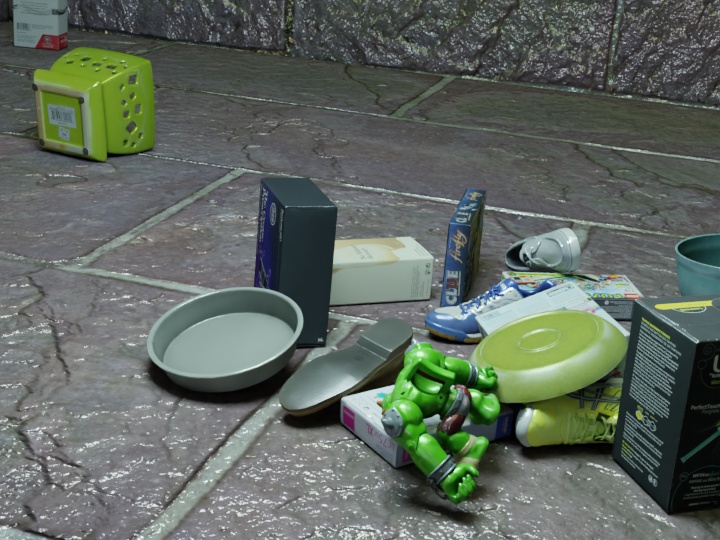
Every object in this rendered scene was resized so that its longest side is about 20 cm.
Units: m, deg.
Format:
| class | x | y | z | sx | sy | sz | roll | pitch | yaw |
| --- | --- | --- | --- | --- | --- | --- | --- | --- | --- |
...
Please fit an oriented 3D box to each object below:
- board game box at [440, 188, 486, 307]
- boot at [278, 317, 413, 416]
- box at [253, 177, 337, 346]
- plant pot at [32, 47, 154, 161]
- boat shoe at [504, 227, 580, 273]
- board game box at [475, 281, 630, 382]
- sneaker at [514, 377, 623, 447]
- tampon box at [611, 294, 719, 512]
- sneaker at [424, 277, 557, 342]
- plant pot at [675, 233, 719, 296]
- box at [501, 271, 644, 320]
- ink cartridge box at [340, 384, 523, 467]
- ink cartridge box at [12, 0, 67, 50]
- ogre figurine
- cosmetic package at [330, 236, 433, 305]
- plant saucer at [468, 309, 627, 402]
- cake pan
| class | x | y | z | sx | sy | sz | roll | pitch | yaw |
| --- | --- | --- | --- | --- | --- | --- | --- | --- | --- |
| board game box | 0.161 | -0.037 | 1.817 | 0.035 | 0.136 | 0.200 | 8 | 20 | 11 |
| boot | -0.013 | 0.136 | 1.424 | 0.200 | 0.076 | 0.074 | -28 | 45 | -32 |
| box | -0.093 | -0.013 | 1.603 | 0.079 | 0.200 | 0.141 | -2 | 20 | -21 |
| plant pot | -0.562 | -0.339 | 2.430 | 0.200 | 0.199 | 0.181 | 14 | 28 | 25 |
| boat shoe | 0.286 | -0.028 | 1.861 | 0.068 | 0.072 | 0.200 | -13 | 7 | -14 |
| board game box | 0.250 | 0.095 | 1.509 | 0.147 | 0.064 | 0.200 | -21 | 21 | -3 |
| sneaker | 0.269 | 0.168 | 1.363 | 0.200 | 0.076 | 0.076 | -9 | 22 | -29 |
| tampon box | 0.380 | 0.139 | 1.280 | 0.150 | 0.200 | 0.126 | -2 | 21 | -18 |
| sneaker | 0.188 | 0.050 | 1.655 | 0.200 | 0.088 | 0.075 | -2 | 23 | -14 |
| plant pot | 0.554 | 0.036 | 1.689 | 0.200 | 0.135 | 0.200 | -1 | 16 | 0 |
| box | 0.324 | 0.039 | 1.788 | 0.200 | 0.035 | 0.110 | 1 | 20 | -8 |
| ink cartridge box | 0.091 | 0.169 | 1.377 | 0.200 | 0.042 | 0.119 | -12 | 27 | -31 |
| ink cartridge box | -0.969 | -0.779 | 3.538 | 0.144 | 0.200 | 0.084 | 7 | 20 | 6 |
| ogre figurine | 0.087 | 0.148 | 1.264 | 0.120 | 0.098 | 0.200 | 36 | 56 | -9 |
| cosmetic package | 0.000 | 0.000 | 1.776 | 0.200 | 0.071 | 0.105 | -3 | 22 | -20 |
| plant saucer | 0.217 | 0.095 | 1.402 | 0.200 | 0.031 | 0.200 | -15 | 19 | 6 |
| cake pan | -0.169 | 0.089 | 1.484 | 0.200 | 0.037 | 0.200 | -6 | 31 | 3 |
